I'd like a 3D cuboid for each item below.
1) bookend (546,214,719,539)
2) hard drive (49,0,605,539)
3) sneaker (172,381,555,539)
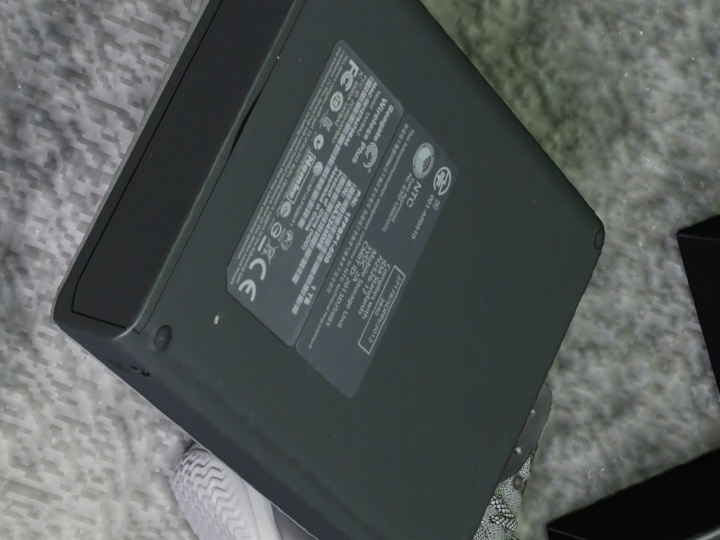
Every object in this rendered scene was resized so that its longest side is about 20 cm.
[{"bbox_3d":[0.154,0.065,1.032,0.198,0.092,0.200,-20,101,-21],"label":"bookend"},{"bbox_3d":[0.000,0.000,0.866,0.200,0.033,0.140,45,65,-51],"label":"hard drive"},{"bbox_3d":[0.042,0.099,0.976,0.200,0.075,0.114,43,73,0],"label":"sneaker"}]
